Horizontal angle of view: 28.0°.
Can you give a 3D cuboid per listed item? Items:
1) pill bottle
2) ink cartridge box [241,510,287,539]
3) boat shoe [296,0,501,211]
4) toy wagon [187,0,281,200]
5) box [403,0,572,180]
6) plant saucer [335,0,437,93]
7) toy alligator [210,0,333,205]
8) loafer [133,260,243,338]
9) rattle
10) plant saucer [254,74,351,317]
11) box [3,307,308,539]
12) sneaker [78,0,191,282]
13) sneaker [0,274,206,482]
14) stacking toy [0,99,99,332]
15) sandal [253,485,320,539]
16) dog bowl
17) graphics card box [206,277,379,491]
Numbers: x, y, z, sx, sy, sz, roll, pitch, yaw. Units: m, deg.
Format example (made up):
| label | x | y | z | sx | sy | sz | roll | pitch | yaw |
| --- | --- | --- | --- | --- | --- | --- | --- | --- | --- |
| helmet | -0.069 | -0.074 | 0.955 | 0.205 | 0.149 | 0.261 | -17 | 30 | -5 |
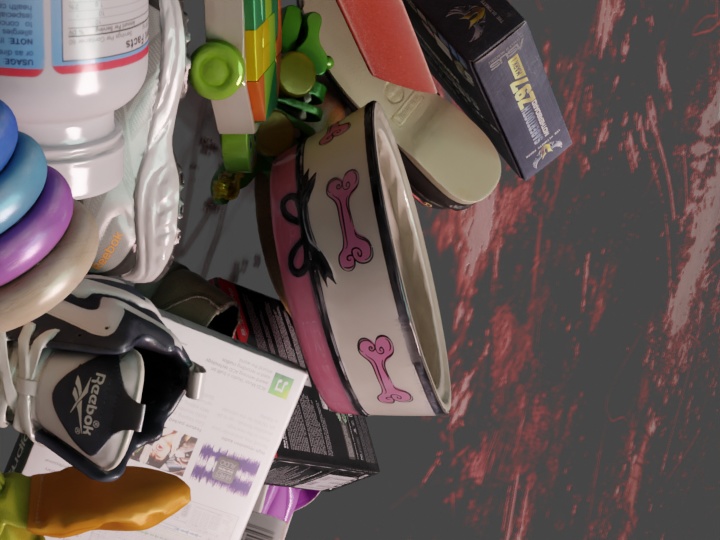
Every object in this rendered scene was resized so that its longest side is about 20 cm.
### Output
| label | x | y | z | sx | sy | sz | roll | pitch | yaw |
| --- | --- | --- | --- | --- | --- | --- | --- | --- | --- |
| pill bottle | -0.155 | -0.141 | 0.695 | 0.109 | 0.108 | 0.203 | -31 | 131 | -56 |
| ink cartridge box | -0.101 | 0.266 | 0.978 | 0.201 | 0.049 | 0.164 | 103 | 4 | -63 |
| boat shoe | 0.018 | -0.126 | 1.031 | 0.074 | 0.063 | 0.202 | -42 | 99 | -21 |
| toy wagon | -0.072 | -0.143 | 0.865 | 0.155 | 0.039 | 0.203 | -76 | 165 | -73 |
| box | 0.063 | -0.177 | 1.035 | 0.051 | 0.201 | 0.158 | -36 | 148 | 1 |
| plant saucer | -0.023 | -0.221 | 0.871 | 0.200 | 0.036 | 0.202 | 57 | 9 | -67 |
| toy alligator | -0.044 | -0.129 | 0.968 | 0.054 | 0.059 | 0.202 | 26 | 77 | -27 |
| loafer | -0.123 | 0.095 | 0.888 | 0.075 | 0.069 | 0.203 | 23 | 79 | -65 |
| rattle | -0.187 | 0.193 | 0.751 | 0.141 | 0.130 | 0.203 | 14 | 82 | -26 |
| plant saucer | -0.013 | -0.051 | 1.061 | 0.200 | 0.035 | 0.203 | 10 | 79 | -63 |
| box | -0.132 | 0.125 | 0.842 | 0.143 | 0.036 | 0.202 | 23 | 89 | -24 |
| sneaker | -0.140 | -0.094 | 0.797 | 0.078 | 0.074 | 0.203 | 0 | 93 | -28 |
| sneaker | -0.163 | 0.051 | 0.701 | 0.197 | 0.129 | 0.081 | 6 | 101 | -41 |
| stacking toy | -0.192 | -0.070 | 0.612 | 0.086 | 0.084 | 0.201 | -56 | 134 | -36 |
| sandal | -0.047 | 0.154 | 1.137 | 0.082 | 0.049 | 0.205 | 36 | 69 | -64 |
| dog bowl | 0.000 | 0.000 | 0.913 | 0.200 | 0.073 | 0.203 | -14 | 90 | -82 |
| graphics card box | -0.057 | 0.085 | 1.013 | 0.200 | 0.050 | 0.127 | 22 | 48 | -65 |
